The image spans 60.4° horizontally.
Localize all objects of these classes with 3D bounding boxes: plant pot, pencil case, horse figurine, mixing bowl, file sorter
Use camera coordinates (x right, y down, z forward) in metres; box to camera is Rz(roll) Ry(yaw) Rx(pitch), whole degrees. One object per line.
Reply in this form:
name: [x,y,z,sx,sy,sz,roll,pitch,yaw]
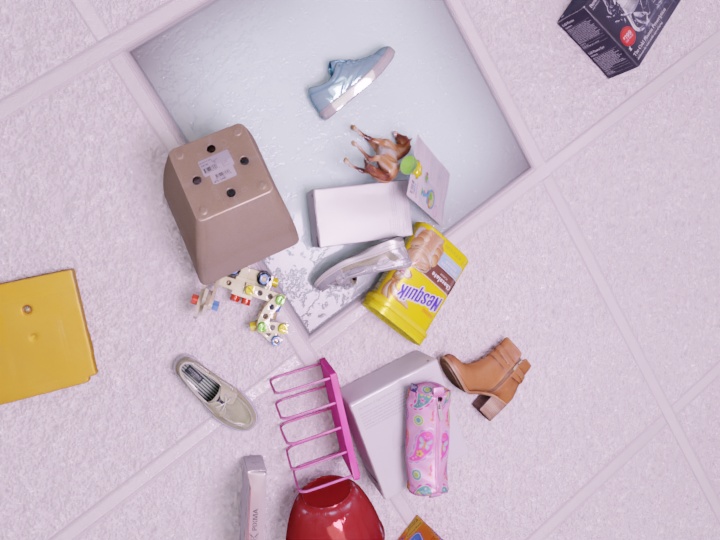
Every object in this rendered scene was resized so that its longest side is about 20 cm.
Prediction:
plant pot: [-0.230,-0.128,1.064,0.196,0.178,0.204,-24,75,-13]
pencil case: [0.126,0.309,1.144,0.085,0.087,0.207,1,93,-16]
horse figurine: [0.036,-0.222,1.193,0.130,0.203,0.050,26,126,-15]
mixing bowl: [-0.055,0.458,1.154,0.194,0.200,0.112,-12,107,-15]
file sorter: [-0.092,0.294,1.179,0.122,0.139,0.206,-14,96,-12]

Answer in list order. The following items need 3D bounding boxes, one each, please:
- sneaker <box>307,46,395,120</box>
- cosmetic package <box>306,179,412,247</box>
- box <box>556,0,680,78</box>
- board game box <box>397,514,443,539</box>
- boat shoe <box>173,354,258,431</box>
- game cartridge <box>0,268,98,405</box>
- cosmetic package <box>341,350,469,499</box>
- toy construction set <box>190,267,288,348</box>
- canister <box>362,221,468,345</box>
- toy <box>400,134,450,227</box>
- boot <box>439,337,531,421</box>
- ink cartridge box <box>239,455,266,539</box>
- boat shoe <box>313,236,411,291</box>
sneaker: [-0.019,-0.386,1.202,0.200,0.074,0.082,-43,106,-11]
cosmetic package: [-0.003,-0.111,1.216,0.194,0.081,0.117,-6,94,-15]
box: [0.565,-0.568,1.349,0.181,0.104,0.202,37,82,-13]
board game box: [0.148,0.668,1.231,0.200,0.199,0.201,45,81,-13]
boat shoe: [-0.272,0.238,1.161,0.199,0.062,0.073,42,81,-15]
game cartridge: [-0.571,0.115,1.087,0.171,0.032,0.206,-12,98,-16]
cosmetic package: [0.082,0.300,1.236,0.195,0.123,0.205,-23,100,-14]
toy construction set: [-0.220,0.058,1.160,0.196,0.092,0.135,19,87,-27]
canister: [0.114,0.024,1.250,0.147,0.086,0.203,37,81,-20]
toy: [0.123,-0.172,1.220,0.046,0.199,0.119,7,80,25]
boot: [0.269,0.203,1.309,0.200,0.077,0.156,45,82,-16]
ink cartridge box: [-0.196,0.469,1.136,0.042,0.173,0.207,3,92,-15]
boat shoe: [0.001,0.000,1.195,0.198,0.074,0.066,-25,90,11]
